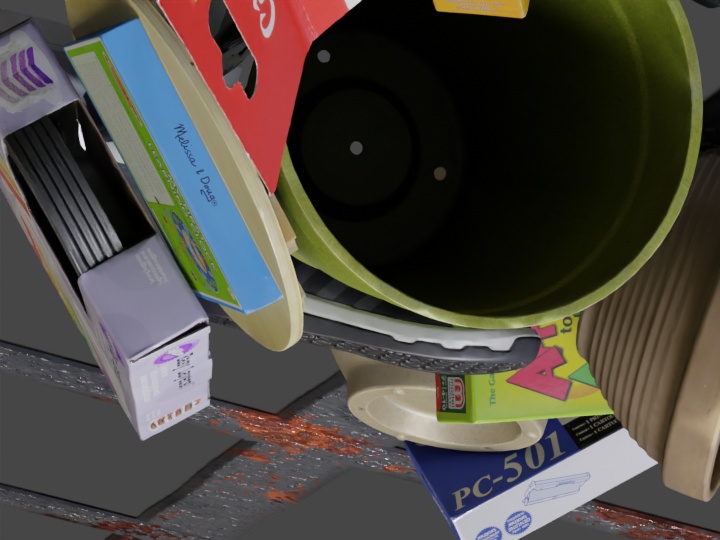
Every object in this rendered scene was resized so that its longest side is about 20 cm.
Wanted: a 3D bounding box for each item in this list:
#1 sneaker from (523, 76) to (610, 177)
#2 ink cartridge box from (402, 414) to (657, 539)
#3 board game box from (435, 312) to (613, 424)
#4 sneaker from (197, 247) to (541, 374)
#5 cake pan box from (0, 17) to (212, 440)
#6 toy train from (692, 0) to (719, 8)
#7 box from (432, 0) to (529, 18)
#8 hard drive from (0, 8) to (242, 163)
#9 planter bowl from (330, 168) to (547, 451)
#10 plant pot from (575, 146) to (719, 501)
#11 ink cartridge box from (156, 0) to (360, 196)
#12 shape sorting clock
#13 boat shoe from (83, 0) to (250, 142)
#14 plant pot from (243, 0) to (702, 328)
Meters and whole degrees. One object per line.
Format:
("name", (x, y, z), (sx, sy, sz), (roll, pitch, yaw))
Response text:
("sneaker", (0.114, -0.073, 1.100), (0.082, 0.075, 0.200), (-2, 168, -16))
("ink cartridge box", (0.134, 0.097, 1.328), (0.200, 0.094, 0.044), (-28, 126, -4))
("board game box", (0.139, 0.029, 1.191), (0.199, 0.102, 0.048), (-2, 179, -25))
("sneaker", (0.000, 0.000, 1.102), (0.199, 0.083, 0.072), (12, 172, 4))
("cake pan box", (-0.140, -0.016, 1.109), (0.052, 0.184, 0.200), (-30, 170, -11))
("toy train", (0.196, -0.115, 0.946), (0.200, 0.046, 0.034), (23, -165, -31))
("box", (0.037, -0.188, 0.734), (0.041, 0.119, 0.200), (5, 159, 16))
("hard drive", (-0.173, -0.104, 1.193), (0.199, 0.026, 0.132), (13, 160, -6))
("planter bowl", (0.059, 0.029, 1.278), (0.199, 0.135, 0.200), (10, 159, 4))
("plant pot", (0.172, 0.011, 1.103), (0.092, 0.201, 0.201), (20, 162, 14))
("ink cartridge box", (-0.010, -0.146, 0.749), (0.050, 0.201, 0.161), (4, 159, 14))
("shape sorting clock", (-0.080, -0.053, 0.970), (0.039, 0.200, 0.200), (-29, 163, -12))
("boat shoe", (-0.093, -0.123, 1.050), (0.065, 0.074, 0.202), (55, 152, 0))
("plant pot", (0.026, -0.069, 0.988), (0.200, 0.201, 0.193), (17, 171, -17))
